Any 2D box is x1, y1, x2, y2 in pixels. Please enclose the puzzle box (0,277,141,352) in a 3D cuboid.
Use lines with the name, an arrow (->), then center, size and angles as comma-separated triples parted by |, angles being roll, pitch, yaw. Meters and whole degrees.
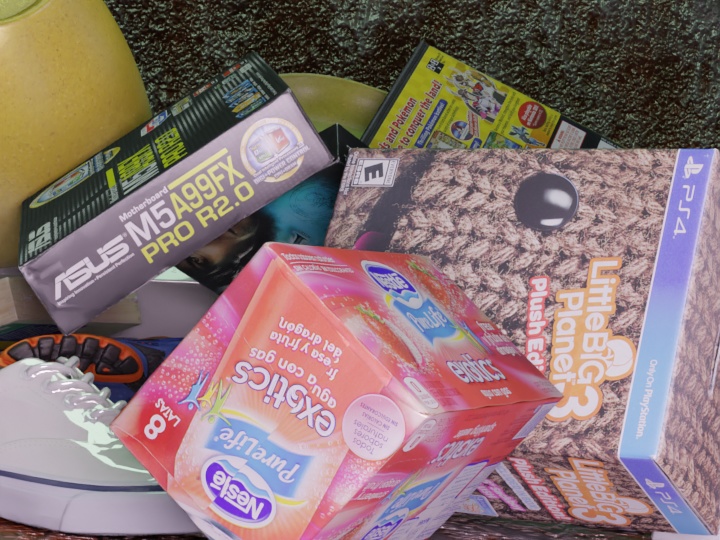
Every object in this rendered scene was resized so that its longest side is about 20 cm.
puzzle box -> -0.240, 0.044, 1.229 | 0.199, 0.026, 0.133 | -18, -10, 23

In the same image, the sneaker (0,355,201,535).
sneaker -> -0.132, 0.073, 0.943 | 0.199, 0.071, 0.073 | 6, 1, 21

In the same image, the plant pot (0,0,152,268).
plant pot -> -0.221, -0.122, 1.277 | 0.199, 0.201, 0.142 | 2, -43, -3

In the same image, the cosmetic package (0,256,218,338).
cosmetic package -> -0.141, 0.012, 1.329 | 0.199, 0.085, 0.108 | 4, -42, -4

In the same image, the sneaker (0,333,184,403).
sneaker -> -0.099, 0.063, 1.108 | 0.199, 0.076, 0.078 | 11, -2, -21

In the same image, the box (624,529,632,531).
box -> 0.073, 0.108, 1.189 | 0.199, 0.039, 0.041 | 7, 0, 33

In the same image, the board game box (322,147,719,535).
board game box -> 0.081, 0.031, 1.057 | 0.199, 0.160, 0.097 | 1, -26, 28

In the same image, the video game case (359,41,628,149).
video game case -> 0.089, -0.056, 1.352 | 0.180, 0.026, 0.200 | 28, 33, 1

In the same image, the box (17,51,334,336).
box -> -0.102, -0.046, 1.132 | 0.160, 0.044, 0.200 | -33, 13, 0

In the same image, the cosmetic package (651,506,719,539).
cosmetic package -> 0.233, 0.105, 1.136 | 0.112, 0.082, 0.200 | 8, 1, 20

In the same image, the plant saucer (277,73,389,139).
plant saucer -> 0.006, -0.051, 1.335 | 0.199, 0.031, 0.200 | 19, 34, -13

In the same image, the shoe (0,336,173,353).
shoe -> -0.131, 0.069, 1.209 | 0.199, 0.070, 0.053 | 3, 5, 6

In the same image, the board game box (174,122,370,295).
board game box -> 0.000, 0.000, 1.223 | 0.135, 0.028, 0.200 | -26, -42, 31

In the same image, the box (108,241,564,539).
box -> -0.004, 0.058, 0.898 | 0.095, 0.103, 0.200 | 45, 14, 15
